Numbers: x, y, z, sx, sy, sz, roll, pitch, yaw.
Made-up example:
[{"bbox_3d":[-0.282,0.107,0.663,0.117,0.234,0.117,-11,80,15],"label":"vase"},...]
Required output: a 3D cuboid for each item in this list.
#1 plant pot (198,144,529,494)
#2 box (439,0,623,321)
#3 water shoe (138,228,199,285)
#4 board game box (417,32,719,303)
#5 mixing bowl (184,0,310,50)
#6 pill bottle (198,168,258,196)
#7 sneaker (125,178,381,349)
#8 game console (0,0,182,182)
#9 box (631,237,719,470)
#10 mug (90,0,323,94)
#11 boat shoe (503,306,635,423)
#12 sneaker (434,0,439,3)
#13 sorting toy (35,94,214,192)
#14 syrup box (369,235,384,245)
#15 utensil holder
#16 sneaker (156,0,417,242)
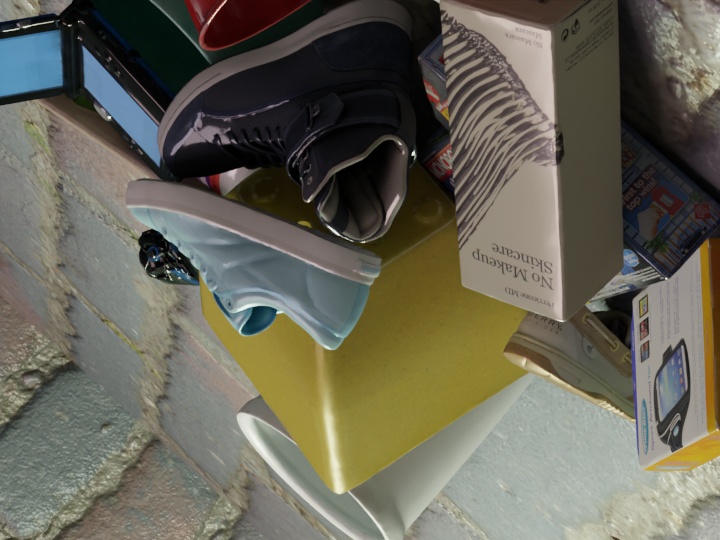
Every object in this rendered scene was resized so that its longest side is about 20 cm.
[{"bbox_3d":[0.000,0.000,1.618,0.196,0.194,0.200,52,168,26],"label":"plant pot"},{"bbox_3d":[0.101,-0.076,1.314,0.082,0.068,0.201,19,132,33],"label":"box"},{"bbox_3d":[-0.136,-0.011,1.797,0.200,0.079,0.072,46,-152,-84],"label":"water shoe"},{"bbox_3d":[0.111,-0.073,1.452,0.200,0.062,0.200,46,166,-5],"label":"board game box"},{"bbox_3d":[-0.036,-0.220,1.205,0.109,0.200,0.200,53,165,3],"label":"mixing bowl"},{"bbox_3d":[-0.127,-0.142,1.772,0.200,0.112,0.113,37,164,21],"label":"pill bottle"},{"bbox_3d":[-0.084,-0.004,1.498,0.199,0.082,0.074,21,-179,33],"label":"sneaker"},{"bbox_3d":[-0.220,-0.113,1.648,0.171,0.118,0.200,47,169,4],"label":"game console"},{"bbox_3d":[0.213,0.059,1.459,0.041,0.120,0.200,1,168,-6],"label":"box"},{"bbox_3d":[-0.103,-0.197,1.558,0.152,0.114,0.185,36,162,27],"label":"mug"},{"bbox_3d":[0.176,0.061,1.640,0.074,0.069,0.200,24,178,33],"label":"boat shoe"},{"bbox_3d":[-0.011,-0.181,1.342,0.199,0.130,0.080,42,166,4],"label":"sneaker"},{"bbox_3d":[-0.161,-0.125,1.886,0.200,0.037,0.185,38,-155,25],"label":"sorting toy"},{"bbox_3d":[0.014,0.011,1.785,0.199,0.079,0.082,19,158,17],"label":"syrup box"},{"bbox_3d":[0.026,0.104,1.878,0.170,0.200,0.170,39,164,14],"label":"utensil holder"},{"bbox_3d":[-0.049,-0.072,1.459,0.202,0.147,0.077,-28,141,29],"label":"sneaker"}]
